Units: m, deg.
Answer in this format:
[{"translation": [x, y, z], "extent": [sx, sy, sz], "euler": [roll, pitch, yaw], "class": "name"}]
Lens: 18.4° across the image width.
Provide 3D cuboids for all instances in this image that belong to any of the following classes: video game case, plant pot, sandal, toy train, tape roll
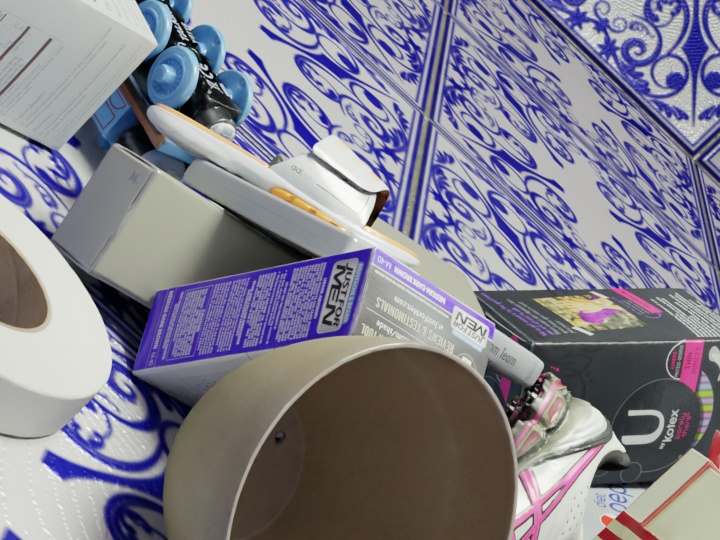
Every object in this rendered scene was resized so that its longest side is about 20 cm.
[{"translation": [0.000, 0.000, 1.425], "extent": [0.182, 0.024, 0.200], "euler": [34, -3, -37], "class": "video game case"}, {"translation": [-0.031, 0.123, 1.224], "extent": [0.200, 0.200, 0.134], "euler": [31, -9, -39], "class": "plant pot"}, {"translation": [-0.041, -0.070, 1.467], "extent": [0.207, 0.059, 0.079], "euler": [31, -3, -3], "class": "sandal"}, {"translation": [-0.156, -0.139, 1.596], "extent": [0.087, 0.114, 0.200], "euler": [19, 30, -49], "class": "toy train"}, {"translation": [-0.226, 0.006, 1.241], "extent": [0.203, 0.037, 0.203], "euler": [41, 18, -17], "class": "tape roll"}]

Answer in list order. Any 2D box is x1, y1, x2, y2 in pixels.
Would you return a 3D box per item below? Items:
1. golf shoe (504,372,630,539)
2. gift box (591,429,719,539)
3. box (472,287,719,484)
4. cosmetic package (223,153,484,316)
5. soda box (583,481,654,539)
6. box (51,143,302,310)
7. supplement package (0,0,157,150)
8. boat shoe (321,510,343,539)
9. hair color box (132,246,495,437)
[{"translation": [0.097, 0.163, 1.384], "extent": [0.092, 0.200, 0.073], "euler": [39, -22, -7], "class": "golf shoe"}, {"translation": [0.229, 0.228, 1.465], "extent": [0.200, 0.185, 0.187], "euler": [54, -5, -17], "class": "gift box"}, {"translation": [0.180, 0.087, 1.689], "extent": [0.200, 0.122, 0.106], "euler": [-1, 22, -26], "class": "box"}, {"translation": [-0.014, 0.013, 1.604], "extent": [0.200, 0.104, 0.073], "euler": [32, 22, -35], "class": "cosmetic package"}, {"translation": [0.183, 0.203, 1.661], "extent": [0.063, 0.068, 0.200], "euler": [16, 20, -1], "class": "soda box"}, {"translation": [-0.095, 0.003, 1.447], "extent": [0.200, 0.082, 0.068], "euler": [35, -1, -36], "class": "box"}, {"translation": [-0.254, -0.184, 1.478], "extent": [0.200, 0.110, 0.114], "euler": [27, 25, -46], "class": "supplement package"}, {"translation": [0.007, 0.189, 1.309], "extent": [0.070, 0.070, 0.200], "euler": [10, 40, -53], "class": "boat shoe"}, {"translation": [-0.030, 0.047, 1.339], "extent": [0.109, 0.200, 0.065], "euler": [33, 62, -36], "class": "hair color box"}]
